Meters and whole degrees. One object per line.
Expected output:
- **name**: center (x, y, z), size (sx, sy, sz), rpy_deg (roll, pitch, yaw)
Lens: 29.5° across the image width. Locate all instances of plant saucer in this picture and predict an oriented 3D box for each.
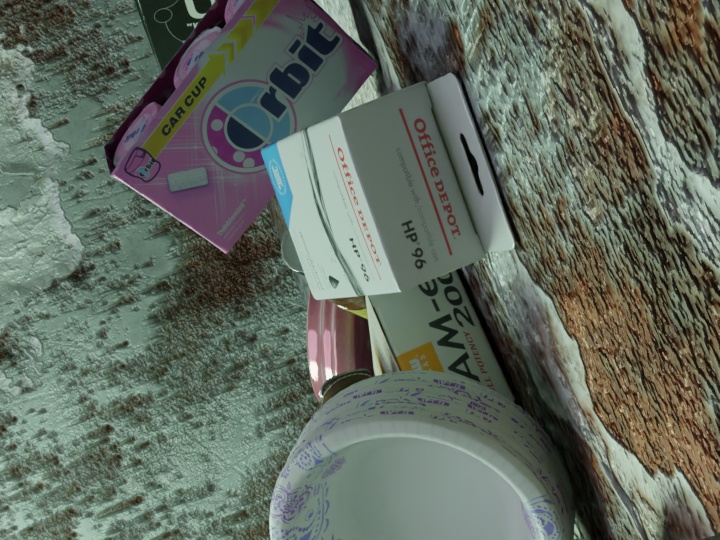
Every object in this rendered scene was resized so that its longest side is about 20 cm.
- **plant saucer**: center (-0.008, 0.049, 1.260), size (0.200, 0.050, 0.202), rpy_deg (1, -90, -77)

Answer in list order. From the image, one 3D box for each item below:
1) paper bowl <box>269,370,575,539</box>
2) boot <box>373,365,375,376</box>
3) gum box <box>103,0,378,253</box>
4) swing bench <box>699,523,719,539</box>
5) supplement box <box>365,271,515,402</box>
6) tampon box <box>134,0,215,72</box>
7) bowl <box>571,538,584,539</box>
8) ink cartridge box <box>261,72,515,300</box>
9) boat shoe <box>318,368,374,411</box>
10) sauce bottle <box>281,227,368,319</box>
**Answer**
- **paper bowl**: center (0.046, 0.160, 0.926), size (0.104, 0.199, 0.202), rpy_deg (-58, -47, -61)
- **boot**: center (0.072, 0.127, 1.220), size (0.095, 0.073, 0.201), rpy_deg (-3, 100, 56)
- **gum box**: center (-0.089, -0.129, 1.046), size (0.113, 0.200, 0.066), rpy_deg (35, -170, -27)
- **swing bench**: center (0.111, 0.234, 0.537), size (0.130, 0.198, 0.201), rpy_deg (-125, 15, -65)
- **supplement box**: center (0.062, 0.092, 1.081), size (0.200, 0.073, 0.127), rpy_deg (83, 164, -67)
- **tampon box**: center (-0.156, -0.312, 1.295), size (0.200, 0.149, 0.127), rpy_deg (77, 170, -55)
- **bowl**: center (0.128, 0.263, 0.722), size (0.200, 0.074, 0.201), rpy_deg (67, -141, -50)
- **ink cartridge box**: center (0.011, -0.048, 0.876), size (0.200, 0.068, 0.117), rpy_deg (-9, 102, 68)
- **boat shoe**: center (-0.006, 0.120, 1.082), size (0.200, 0.072, 0.073), rpy_deg (82, 168, -61)
- **sauce bottle**: center (0.000, 0.000, 1.067), size (0.066, 0.066, 0.200), rpy_deg (67, -166, 21)
